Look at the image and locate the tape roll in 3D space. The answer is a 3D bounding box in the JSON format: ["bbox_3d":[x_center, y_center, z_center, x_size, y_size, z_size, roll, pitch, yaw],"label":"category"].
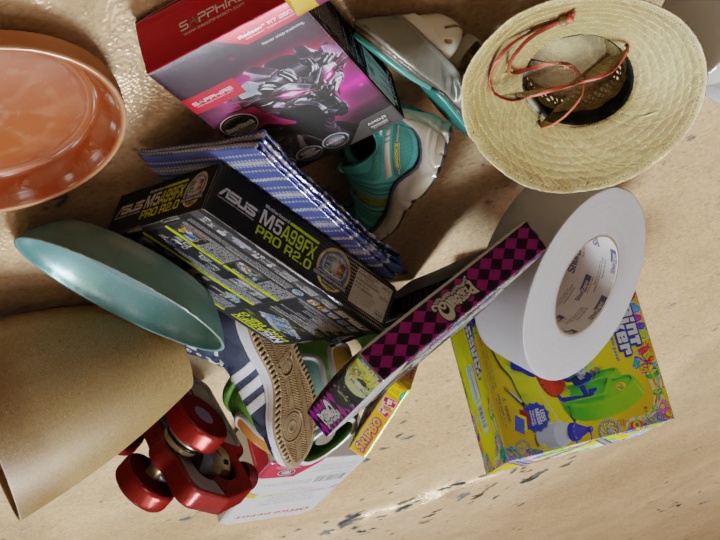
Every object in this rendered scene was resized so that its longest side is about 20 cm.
[{"bbox_3d":[0.200,0.004,1.263,0.199,0.066,0.203,-26,128,-38],"label":"tape roll"}]

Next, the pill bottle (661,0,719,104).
[{"bbox_3d":[0.341,-0.187,1.053,0.198,0.114,0.113,3,148,-36],"label":"pill bottle"}]

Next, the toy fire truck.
[{"bbox_3d":[-0.181,0.175,1.352,0.112,0.200,0.167,-49,142,13],"label":"toy fire truck"}]

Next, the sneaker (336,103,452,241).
[{"bbox_3d":[0.016,-0.089,1.112,0.079,0.078,0.200,25,150,-7],"label":"sneaker"}]

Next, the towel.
[{"bbox_3d":[-0.069,-0.049,1.041,0.143,0.024,0.200,-2,148,40],"label":"towel"}]

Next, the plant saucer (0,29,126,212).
[{"bbox_3d":[-0.270,-0.108,0.924,0.198,0.033,0.201,-15,153,-7],"label":"plant saucer"}]

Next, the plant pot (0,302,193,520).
[{"bbox_3d":[-0.267,0.108,1.210,0.198,0.188,0.187,-23,158,-22],"label":"plant pot"}]

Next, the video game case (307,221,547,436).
[{"bbox_3d":[0.054,0.054,1.111,0.199,0.036,0.181,-37,173,-26],"label":"video game case"}]

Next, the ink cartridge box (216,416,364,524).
[{"bbox_3d":[-0.098,0.249,1.660,0.146,0.087,0.200,-1,151,-31],"label":"ink cartridge box"}]

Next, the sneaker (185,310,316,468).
[{"bbox_3d":[-0.114,0.103,1.283,0.107,0.202,0.070,6,-148,35],"label":"sneaker"}]

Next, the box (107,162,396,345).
[{"bbox_3d":[-0.092,-0.007,1.067,0.199,0.045,0.159,35,154,-30],"label":"box"}]

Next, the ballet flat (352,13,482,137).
[{"bbox_3d":[0.060,-0.167,0.996,0.064,0.067,0.199,-52,147,6],"label":"ballet flat"}]

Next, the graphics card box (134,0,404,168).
[{"bbox_3d":[-0.062,-0.147,0.953,0.124,0.051,0.200,-24,154,15],"label":"graphics card box"}]

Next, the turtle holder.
[{"bbox_3d":[-0.052,0.126,1.385,0.184,0.132,0.142,-24,151,-23],"label":"turtle holder"}]

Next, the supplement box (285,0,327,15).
[{"bbox_3d":[0.013,-0.256,0.727,0.198,0.104,0.131,-23,153,12],"label":"supplement box"}]

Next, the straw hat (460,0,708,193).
[{"bbox_3d":[0.169,-0.163,1.011,0.198,0.086,0.203,-4,135,-4],"label":"straw hat"}]

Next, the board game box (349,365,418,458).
[{"bbox_3d":[0.036,0.126,1.427,0.096,0.030,0.200,-58,178,20],"label":"board game box"}]

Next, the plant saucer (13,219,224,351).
[{"bbox_3d":[-0.198,0.008,1.089,0.198,0.036,0.200,24,165,7],"label":"plant saucer"}]

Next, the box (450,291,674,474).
[{"bbox_3d":[0.212,0.098,1.406,0.190,0.203,0.122,-13,166,-10],"label":"box"}]

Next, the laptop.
[{"bbox_3d":[0.000,0.000,1.259,0.199,0.117,0.187,-35,-174,-29],"label":"laptop"}]
